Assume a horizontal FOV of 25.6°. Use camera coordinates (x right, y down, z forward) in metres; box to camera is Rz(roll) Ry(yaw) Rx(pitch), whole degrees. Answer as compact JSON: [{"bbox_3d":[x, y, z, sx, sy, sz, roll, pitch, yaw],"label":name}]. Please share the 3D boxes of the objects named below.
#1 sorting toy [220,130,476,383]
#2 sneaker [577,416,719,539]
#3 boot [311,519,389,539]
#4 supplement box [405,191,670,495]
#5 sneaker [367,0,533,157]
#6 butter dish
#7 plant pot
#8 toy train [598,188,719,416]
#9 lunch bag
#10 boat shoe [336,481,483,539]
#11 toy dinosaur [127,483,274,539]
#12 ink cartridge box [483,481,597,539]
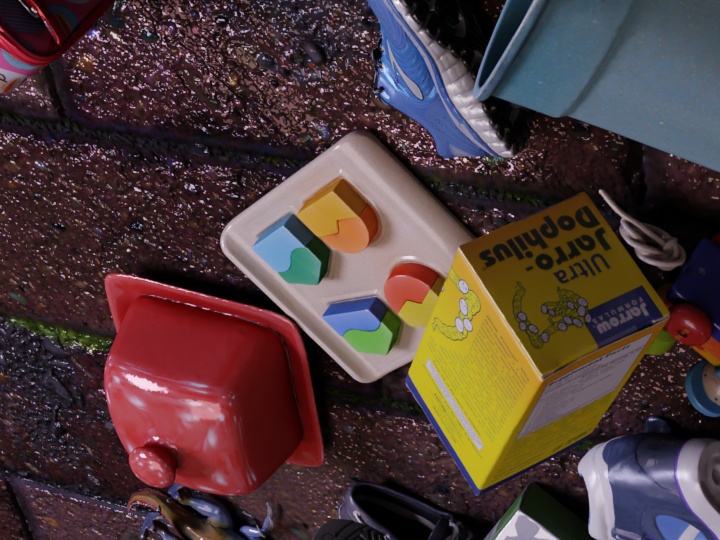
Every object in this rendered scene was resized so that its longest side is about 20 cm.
[{"bbox_3d":[0.000,0.000,1.247,0.185,0.037,0.200,44,137,-12],"label":"sorting toy"},{"bbox_3d":[0.257,0.205,1.258,0.146,0.081,0.200,-9,128,47],"label":"sneaker"},{"bbox_3d":[0.015,0.306,1.425,0.182,0.073,0.200,41,161,2],"label":"boot"},{"bbox_3d":[0.118,0.056,1.117,0.110,0.108,0.200,58,156,21],"label":"supplement box"},{"bbox_3d":[0.033,-0.149,1.054,0.089,0.079,0.200,-13,122,37],"label":"sneaker"},{"bbox_3d":[-0.149,0.125,1.373,0.198,0.148,0.201,13,136,21],"label":"butter dish"},{"bbox_3d":[0.192,-0.146,0.883,0.195,0.201,0.201,25,139,-2],"label":"plant pot"},{"bbox_3d":[0.222,0.023,1.107,0.200,0.085,0.116,39,154,-3],"label":"toy train"},{"bbox_3d":[-0.272,-0.228,1.095,0.082,0.176,0.200,-24,114,44],"label":"lunch bag"},{"bbox_3d":[0.068,0.251,1.416,0.199,0.073,0.063,25,143,16],"label":"boat shoe"},{"bbox_3d":[-0.120,0.270,1.580,0.181,0.105,0.200,36,178,-22],"label":"toy dinosaur"},{"bbox_3d":[0.189,0.286,1.341,0.200,0.059,0.104,37,113,4],"label":"ink cartridge box"}]
